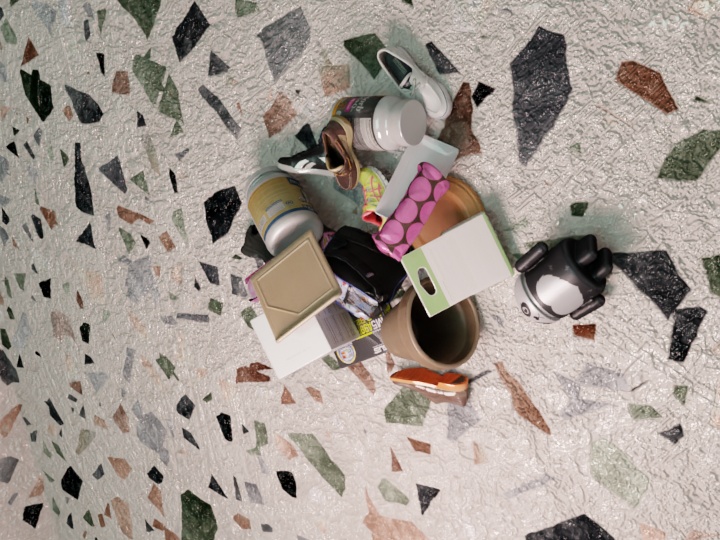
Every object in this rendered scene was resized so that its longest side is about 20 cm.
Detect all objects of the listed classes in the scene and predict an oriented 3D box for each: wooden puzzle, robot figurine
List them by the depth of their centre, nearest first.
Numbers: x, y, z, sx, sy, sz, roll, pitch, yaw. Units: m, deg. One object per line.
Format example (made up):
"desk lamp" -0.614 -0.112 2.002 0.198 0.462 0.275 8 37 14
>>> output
"robot figurine" 0.389 0.020 1.318 0.200 0.124 0.151 -43 65 36
"wooden puzzle" -0.140 0.034 1.482 0.185 0.037 0.201 -37 54 14

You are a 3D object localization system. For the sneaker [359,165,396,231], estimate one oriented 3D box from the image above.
"sneaker" 0.034 -0.152 1.514 0.201 0.090 0.078 57 173 32

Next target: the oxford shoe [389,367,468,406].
"oxford shoe" 0.157 0.277 1.601 0.199 0.071 0.074 5 112 34

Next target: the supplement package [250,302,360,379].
"supplement package" -0.124 0.136 1.599 0.151 0.200 0.151 -30 84 18

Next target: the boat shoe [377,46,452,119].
"boat shoe" 0.107 -0.391 1.434 0.200 0.065 0.074 46 125 15

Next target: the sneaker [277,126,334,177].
"sneaker" -0.105 -0.286 1.621 0.198 0.073 0.113 9 106 23

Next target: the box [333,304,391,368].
"box" 0.000 0.139 1.686 0.199 0.044 0.161 -25 88 38

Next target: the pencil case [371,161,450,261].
"pencil case" 0.100 -0.119 1.392 0.201 0.091 0.094 -55 30 -3

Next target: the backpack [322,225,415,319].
"backpack" 0.000 0.000 1.541 0.190 0.200 0.154 36 137 1

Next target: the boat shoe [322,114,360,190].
"boat shoe" -0.050 -0.239 1.477 0.072 0.072 0.201 26 150 21

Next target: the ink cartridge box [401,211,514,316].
"ink cartridge box" 0.200 -0.013 1.422 0.199 0.048 0.146 -27 97 7

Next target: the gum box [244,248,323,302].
"gum box" -0.181 0.015 1.640 0.200 0.113 0.067 -31 68 44

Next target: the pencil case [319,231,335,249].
"pencil case" -0.097 -0.009 1.689 0.200 0.082 0.087 -52 34 35

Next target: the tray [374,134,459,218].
"tray" 0.120 -0.188 1.454 0.107 0.022 0.201 26 85 13

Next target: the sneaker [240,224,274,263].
"sneaker" -0.231 -0.063 1.778 0.199 0.076 0.092 20 108 27

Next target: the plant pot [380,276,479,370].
"plant pot" 0.133 0.126 1.512 0.174 0.199 0.202 -21 91 54

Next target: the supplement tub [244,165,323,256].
"supplement tub" -0.190 -0.142 1.649 0.145 0.144 0.201 -57 49 33

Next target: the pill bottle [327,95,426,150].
"pill bottle" 0.035 -0.316 1.466 0.199 0.116 0.117 9 109 40

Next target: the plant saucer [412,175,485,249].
"plant saucer" 0.178 -0.104 1.490 0.199 0.037 0.202 12 111 33
